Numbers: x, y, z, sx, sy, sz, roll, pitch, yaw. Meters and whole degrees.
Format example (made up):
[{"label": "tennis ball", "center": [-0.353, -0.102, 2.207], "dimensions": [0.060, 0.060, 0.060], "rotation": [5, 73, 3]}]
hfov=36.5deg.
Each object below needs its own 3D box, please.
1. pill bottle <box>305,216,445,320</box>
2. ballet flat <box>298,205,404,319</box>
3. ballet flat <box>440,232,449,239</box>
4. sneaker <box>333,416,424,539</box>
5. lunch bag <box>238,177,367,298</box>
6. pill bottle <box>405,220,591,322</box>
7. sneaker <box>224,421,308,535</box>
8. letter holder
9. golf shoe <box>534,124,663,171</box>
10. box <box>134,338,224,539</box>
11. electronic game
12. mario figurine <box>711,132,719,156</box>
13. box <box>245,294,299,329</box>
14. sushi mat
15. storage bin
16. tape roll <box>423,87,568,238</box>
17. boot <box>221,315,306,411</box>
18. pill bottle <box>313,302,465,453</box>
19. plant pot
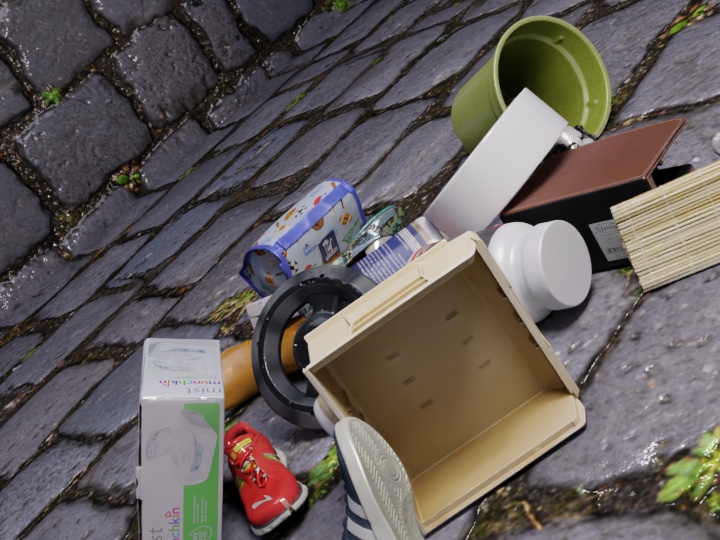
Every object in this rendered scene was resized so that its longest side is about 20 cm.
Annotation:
[{"label": "pill bottle", "center": [0.032, 0.031, 1.390], "dimensions": [0.199, 0.111, 0.111], "rotation": [-36, 20, 0]}, {"label": "ballet flat", "center": [0.000, 0.000, 1.470], "dimensions": [0.200, 0.074, 0.074], "rotation": [-45, 20, -2]}, {"label": "ballet flat", "center": [0.055, -0.018, 1.531], "dimensions": [0.199, 0.070, 0.070], "rotation": [-25, 22, 28]}, {"label": "sneaker", "center": [0.006, 0.226, 0.929], "dimensions": [0.084, 0.075, 0.201], "rotation": [-37, 60, 25]}, {"label": "lunch bag", "center": [-0.083, -0.039, 1.658], "dimensions": [0.170, 0.124, 0.200], "rotation": [-44, -7, -23]}, {"label": "pill bottle", "center": [0.153, 0.009, 1.235], "dimensions": [0.199, 0.116, 0.116], "rotation": [-14, 29, 45]}, {"label": "sneaker", "center": [-0.120, 0.229, 1.232], "dimensions": [0.077, 0.085, 0.200], "rotation": [-39, 20, -7]}, {"label": "letter holder", "center": [0.286, -0.082, 1.251], "dimensions": [0.199, 0.101, 0.142], "rotation": [-14, 27, 46]}, {"label": "golf shoe", "center": [0.287, -0.138, 1.383], "dimensions": [0.078, 0.095, 0.199], "rotation": [-44, 23, -28]}, {"label": "box", "center": [-0.207, 0.201, 1.248], "dimensions": [0.096, 0.202, 0.177], "rotation": [1, 16, -10]}, {"label": "electronic game", "center": [-0.044, 0.092, 1.322], "dimensions": [0.199, 0.201, 0.042], "rotation": [-30, -24, 16]}, {"label": "mario figurine", "center": [0.446, -0.157, 1.140], "dimensions": [0.200, 0.105, 0.124], "rotation": [-88, 20, -75]}, {"label": "box", "center": [-0.076, 0.036, 1.556], "dimensions": [0.041, 0.039, 0.199], "rotation": [-17, 4, 45]}, {"label": "sushi mat", "center": [0.356, -0.057, 1.096], "dimensions": [0.199, 0.096, 0.012], "rotation": [-25, -2, 28]}, {"label": "storage bin", "center": [0.080, 0.100, 1.024], "dimensions": [0.198, 0.201, 0.094], "rotation": [-34, 15, 3]}, {"label": "tape roll", "center": [0.165, -0.124, 1.339], "dimensions": [0.203, 0.071, 0.202], "rotation": [-52, -1, -1]}, {"label": "boot", "center": [-0.121, 0.125, 1.490], "dimensions": [0.201, 0.071, 0.144], "rotation": [-42, 20, -28]}, {"label": "pill bottle", "center": [0.048, 0.094, 1.128], "dimensions": [0.201, 0.115, 0.116], "rotation": [-57, 18, 9]}, {"label": "plant pot", "center": [0.233, -0.245, 1.611], "dimensions": [0.200, 0.201, 0.184], "rotation": [-46, 10, -26]}]
